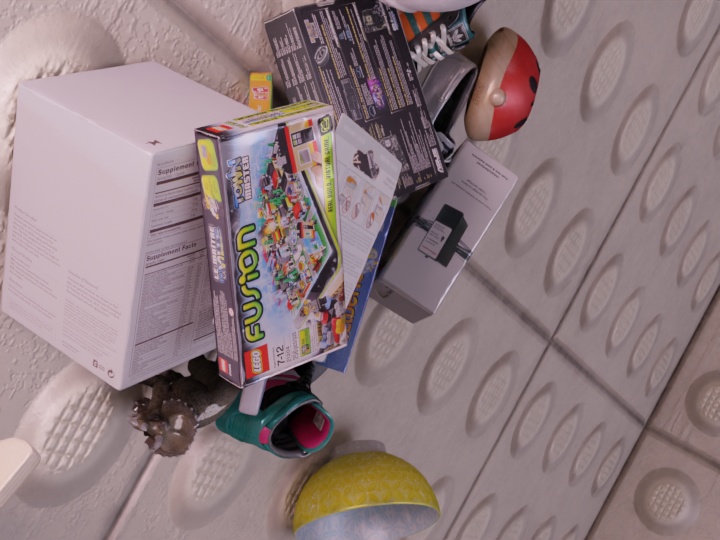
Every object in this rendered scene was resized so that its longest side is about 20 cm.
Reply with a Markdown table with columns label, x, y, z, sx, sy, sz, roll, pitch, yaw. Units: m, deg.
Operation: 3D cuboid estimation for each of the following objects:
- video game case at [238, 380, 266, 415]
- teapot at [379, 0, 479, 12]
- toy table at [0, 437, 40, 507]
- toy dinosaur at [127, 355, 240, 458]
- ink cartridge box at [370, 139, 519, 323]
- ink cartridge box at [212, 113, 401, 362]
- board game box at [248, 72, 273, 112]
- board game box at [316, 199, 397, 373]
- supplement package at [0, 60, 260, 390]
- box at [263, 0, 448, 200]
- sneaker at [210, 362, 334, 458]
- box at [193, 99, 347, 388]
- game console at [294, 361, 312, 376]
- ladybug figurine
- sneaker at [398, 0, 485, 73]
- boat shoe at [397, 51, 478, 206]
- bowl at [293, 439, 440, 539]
| label | x | y | z | sx | sy | sz | roll | pitch | yaw |
| --- | --- | --- | --- | --- | --- | --- | --- | --- | --- |
| video game case | -0.087 | 0.020 | 1.191 | 0.182 | 0.022 | 0.203 | -96 | -161 | -75 |
| teapot | 0.044 | -0.316 | 1.114 | 0.145 | 0.199 | 0.199 | -34 | 131 | 28 |
| toy table | -0.350 | 0.187 | 0.920 | 0.185 | 0.116 | 0.200 | -57 | 153 | -9 |
| toy dinosaur | -0.167 | 0.124 | 1.186 | 0.199 | 0.102 | 0.078 | -31 | 140 | -43 |
| ink cartridge box | 0.095 | -0.042 | 1.444 | 0.201 | 0.083 | 0.147 | -57 | -178 | -10 |
| ink cartridge box | -0.041 | -0.027 | 1.031 | 0.202 | 0.047 | 0.160 | -68 | 157 | -2 |
| board game box | -0.092 | -0.088 | 1.080 | 0.201 | 0.030 | 0.096 | -97 | -173 | -50 |
| board game box | 0.000 | 0.000 | 1.303 | 0.135 | 0.034 | 0.203 | -75 | -178 | -83 |
| supplement package | -0.182 | -0.043 | 0.963 | 0.150 | 0.151 | 0.202 | -23 | 133 | -51 |
| box | 0.001 | -0.165 | 1.163 | 0.160 | 0.043 | 0.203 | -26 | 100 | -49 |
| sneaker | -0.069 | 0.147 | 1.349 | 0.199 | 0.120 | 0.085 | -30 | 138 | -46 |
| box | -0.066 | -0.021 | 0.916 | 0.109 | 0.035 | 0.203 | -20 | 118 | -36 |
| game console | -0.025 | -0.010 | 1.288 | 0.175 | 0.116 | 0.202 | -14 | 128 | -54 |
| ladybug figurine | 0.171 | -0.217 | 1.413 | 0.200 | 0.071 | 0.137 | -72 | 179 | -69 |
| sneaker | 0.074 | -0.259 | 1.279 | 0.201 | 0.079 | 0.072 | -55 | 151 | -13 |
| boat shoe | 0.078 | -0.160 | 1.383 | 0.070 | 0.071 | 0.203 | 7 | 107 | -60 |
| bowl | 0.003 | 0.292 | 1.586 | 0.200 | 0.197 | 0.109 | 52 | 26 | -59 |
